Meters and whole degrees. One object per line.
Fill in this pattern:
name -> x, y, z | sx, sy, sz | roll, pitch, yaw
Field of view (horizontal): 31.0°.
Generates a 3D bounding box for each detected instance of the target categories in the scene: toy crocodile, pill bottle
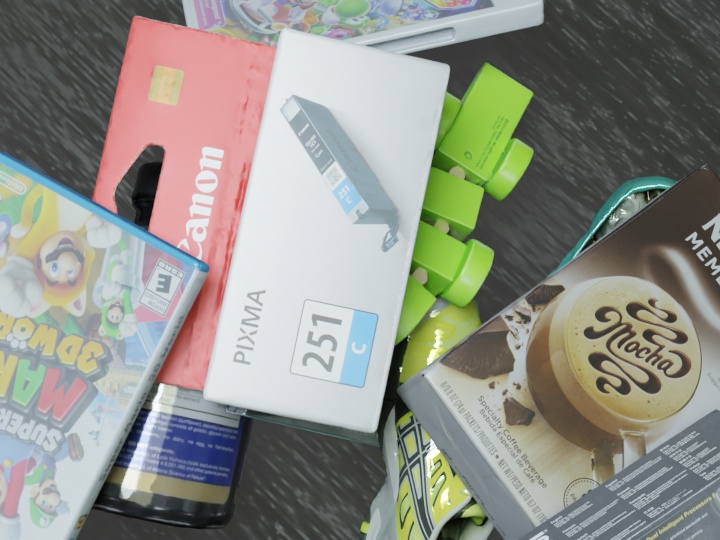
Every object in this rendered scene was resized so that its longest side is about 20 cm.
toy crocodile -> 0.049, -0.040, 0.766 | 0.067, 0.062, 0.200 | 28, 64, -8
pill bottle -> -0.110, 0.044, 0.762 | 0.112, 0.112, 0.200 | 11, 81, -1

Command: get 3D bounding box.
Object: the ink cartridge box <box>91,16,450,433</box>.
ink cartridge box -> -0.058, -0.028, 0.690 | 0.176, 0.045, 0.200 | 12, 86, -3

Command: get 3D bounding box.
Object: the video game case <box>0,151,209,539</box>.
video game case -> -0.183, 0.055, 0.688 | 0.143, 0.018, 0.200 | 28, 94, 17

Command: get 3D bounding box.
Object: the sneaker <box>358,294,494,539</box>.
sneaker -> 0.054, 0.111, 0.765 | 0.075, 0.076, 0.200 | 10, 85, -41

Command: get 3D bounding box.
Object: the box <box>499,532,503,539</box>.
box -> 0.158, 0.231, 0.756 | 0.078, 0.095, 0.200 | -21, 82, -5

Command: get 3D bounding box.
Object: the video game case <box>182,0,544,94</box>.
video game case -> -0.007, -0.171, 0.778 | 0.200, 0.018, 0.143 | -13, 44, -4

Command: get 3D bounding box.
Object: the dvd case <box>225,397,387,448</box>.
dvd case -> 0.000, 0.000, 0.774 | 0.146, 0.022, 0.200 | 20, 79, -42

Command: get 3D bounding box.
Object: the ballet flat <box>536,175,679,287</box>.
ballet flat -> 0.139, 0.021, 0.797 | 0.067, 0.070, 0.200 | 34, 82, 2

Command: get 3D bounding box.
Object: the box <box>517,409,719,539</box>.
box -> 0.136, 0.188, 0.647 | 0.200, 0.050, 0.158 | -31, 115, -14

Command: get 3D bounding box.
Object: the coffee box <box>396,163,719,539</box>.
coffee box -> 0.136, 0.048, 0.709 | 0.200, 0.080, 0.113 | -36, 85, -15
